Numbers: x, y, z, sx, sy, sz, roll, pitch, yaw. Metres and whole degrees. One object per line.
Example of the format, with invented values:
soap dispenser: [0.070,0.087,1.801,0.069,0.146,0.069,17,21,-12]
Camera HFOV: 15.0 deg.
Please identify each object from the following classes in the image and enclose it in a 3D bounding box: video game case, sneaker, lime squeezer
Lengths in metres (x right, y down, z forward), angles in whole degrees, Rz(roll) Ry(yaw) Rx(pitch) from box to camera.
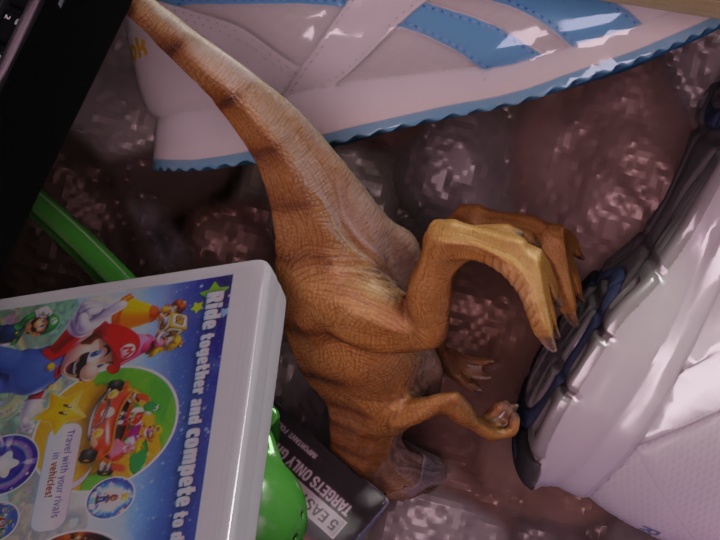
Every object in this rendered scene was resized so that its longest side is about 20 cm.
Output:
video game case: [-0.121,0.069,0.690,0.199,0.144,0.018,-9,137,17]
sneaker: [0.124,-0.009,0.759,0.087,0.075,0.200,31,105,-8]
lime squeezer: [-0.054,0.049,0.735,0.070,0.038,0.201,-19,70,10]
sneaker: [0.030,-0.084,0.755,0.199,0.077,0.081,-13,92,7]

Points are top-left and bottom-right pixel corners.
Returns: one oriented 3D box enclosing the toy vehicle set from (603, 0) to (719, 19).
toy vehicle set: [0.017,-0.130,0.734,0.199,0.124,0.027,10,135,7]

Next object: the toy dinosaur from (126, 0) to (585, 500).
toy dinosaur: [0.000,0.000,0.724,0.106,0.060,0.200,-8,127,16]

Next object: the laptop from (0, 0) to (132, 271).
laptop: [-0.134,-0.023,0.652,0.200,0.103,0.178,22,84,37]

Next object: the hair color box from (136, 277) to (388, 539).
hair color box: [-0.094,0.108,0.742,0.099,0.061,0.200,41,62,4]
